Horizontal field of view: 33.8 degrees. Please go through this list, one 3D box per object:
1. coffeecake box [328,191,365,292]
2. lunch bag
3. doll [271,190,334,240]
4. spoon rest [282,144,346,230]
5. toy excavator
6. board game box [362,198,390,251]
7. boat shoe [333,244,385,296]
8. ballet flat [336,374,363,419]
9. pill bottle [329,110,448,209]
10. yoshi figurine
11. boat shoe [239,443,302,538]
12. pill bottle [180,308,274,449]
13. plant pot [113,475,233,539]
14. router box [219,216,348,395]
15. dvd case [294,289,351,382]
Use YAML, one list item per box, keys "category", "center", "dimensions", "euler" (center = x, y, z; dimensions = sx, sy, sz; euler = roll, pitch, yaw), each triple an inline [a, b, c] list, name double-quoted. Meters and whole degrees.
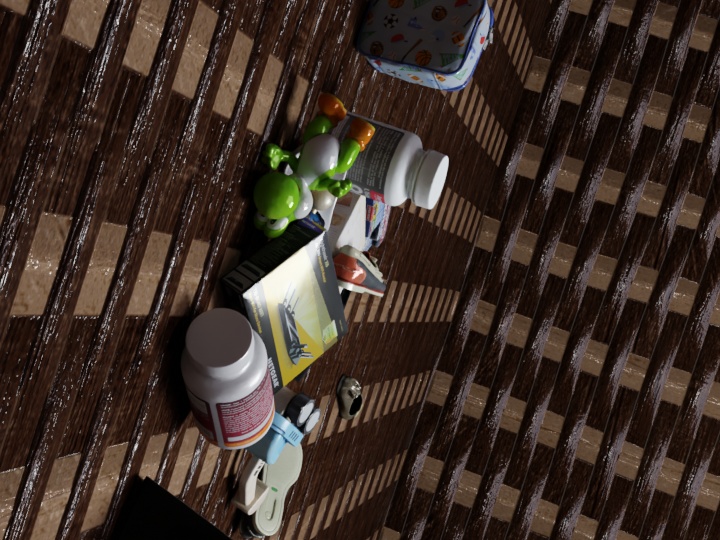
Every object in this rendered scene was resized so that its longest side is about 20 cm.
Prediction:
- category: "coffeecake box"
  center: [-0.061, -0.020, 1.863]
  dimensions: [0.155, 0.072, 0.202]
  euler: [91, 21, -56]
- category: "lunch bag"
  center: [0.103, -0.367, 1.795]
  dimensions: [0.163, 0.197, 0.076]
  euler: [-69, 158, -8]
- category: "doll"
  center: [-0.094, -0.032, 1.674]
  dimensions: [0.136, 0.048, 0.203]
  euler: [20, 97, -54]
- category: "spoon rest"
  center: [-0.065, -0.114, 1.710]
  dimensions: [0.201, 0.098, 0.061]
  euler: [94, -24, -56]
- category: "toy excavator"
  center: [-0.155, 0.279, 1.879]
  dimensions: [0.201, 0.099, 0.195]
  euler: [-55, 162, -12]
- category: "board game box"
  center: [0.023, -0.117, 2.109]
  dimensions: [0.200, 0.061, 0.203]
  euler: [-53, 158, -52]
- category: "boat shoe"
  center: [0.000, 0.000, 1.841]
  dimensions: [0.200, 0.070, 0.064]
  euler: [15, 92, -73]
- category: "ballet flat"
  center: [-0.015, 0.274, 2.517]
  dimensions: [0.201, 0.046, 0.068]
  euler: [80, 31, -64]
- category: "pill bottle"
  center: [0.025, -0.161, 1.750]
  dimensions: [0.111, 0.197, 0.112]
  euler: [19, 90, -76]
- category: "yoshi figurine"
  center: [-0.073, -0.134, 1.565]
  dimensions: [0.112, 0.112, 0.201]
  euler: [40, 85, -37]
- category: "boat shoe"
  center: [-0.158, 0.373, 2.057]
  dimensions: [0.067, 0.071, 0.202]
  euler: [-33, -153, 44]
- category: "pill bottle"
  center: [-0.171, 0.139, 1.530]
  dimensions: [0.201, 0.111, 0.114]
  euler: [90, 23, -56]
- category: "plant pot"
  center: [-0.230, 0.414, 1.522]
  dimensions: [0.179, 0.198, 0.200]
  euler: [-54, 163, -16]
- category: "router box"
  center: [-0.101, 0.050, 1.635]
  dimensions: [0.157, 0.052, 0.202]
  euler: [-39, 139, -27]
- category: "dvd case"
  center: [-0.053, 0.078, 1.977]
  dimensions: [0.143, 0.017, 0.201]
  euler: [-57, -173, 34]
